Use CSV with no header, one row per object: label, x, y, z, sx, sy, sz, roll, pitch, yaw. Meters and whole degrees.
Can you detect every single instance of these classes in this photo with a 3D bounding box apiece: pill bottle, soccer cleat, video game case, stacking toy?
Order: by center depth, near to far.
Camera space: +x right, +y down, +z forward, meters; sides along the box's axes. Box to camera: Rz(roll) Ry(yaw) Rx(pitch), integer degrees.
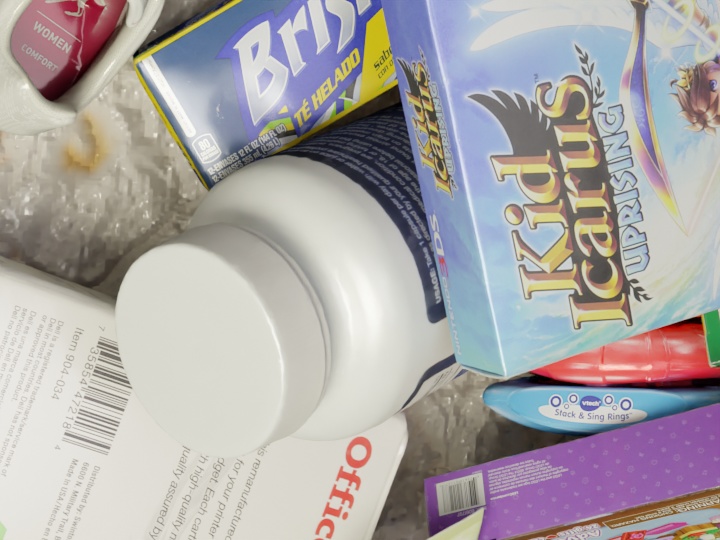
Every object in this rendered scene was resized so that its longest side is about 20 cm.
video game case,0.103,-0.081,0.790,0.181,0.045,0.201,-16,101,-19
pill bottle,0.000,0.000,0.845,0.200,0.111,0.112,-26,112,-48
soccer cleat,-0.087,-0.139,0.856,0.070,0.086,0.201,31,85,-26
stacking toy,0.120,-0.029,0.954,0.110,0.116,0.201,-1,92,-67

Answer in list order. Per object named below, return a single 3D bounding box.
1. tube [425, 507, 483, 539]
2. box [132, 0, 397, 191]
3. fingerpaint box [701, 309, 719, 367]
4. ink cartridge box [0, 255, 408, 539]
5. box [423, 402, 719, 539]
tube,0.006,0.188,0.924,0.052,0.058,0.201,12,127,0
box,0.006,-0.111,0.882,0.199,0.070,0.064,-31,100,-1
fingerpaint box,0.210,-0.059,0.950,0.166,0.073,0.201,6,72,-49
ink cartridge box,-0.101,0.090,0.889,0.199,0.084,0.146,22,89,-27
box,0.146,0.103,0.935,0.137,0.199,0.039,37,42,-55
